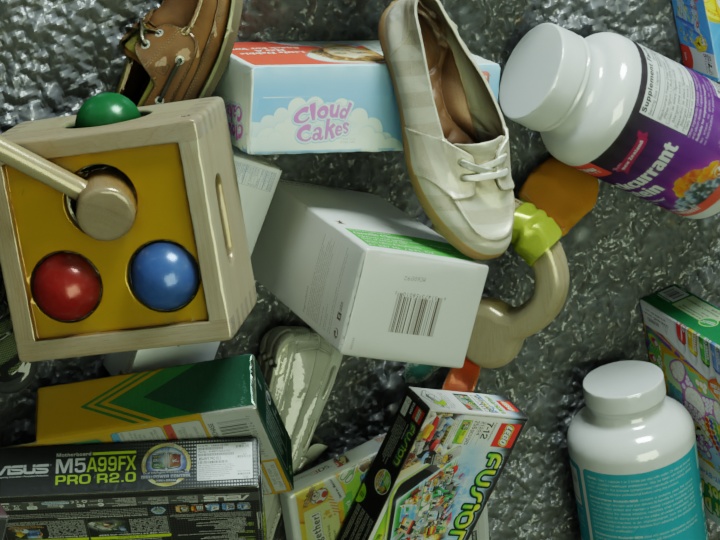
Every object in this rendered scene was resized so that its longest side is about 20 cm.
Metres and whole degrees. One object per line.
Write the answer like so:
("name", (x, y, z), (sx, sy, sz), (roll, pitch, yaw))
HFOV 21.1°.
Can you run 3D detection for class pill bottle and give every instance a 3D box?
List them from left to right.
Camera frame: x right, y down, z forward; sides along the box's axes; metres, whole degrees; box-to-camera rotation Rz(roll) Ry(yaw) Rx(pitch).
("pill bottle", (0.215, -0.124, 1.560), (0.199, 0.111, 0.112), (21, 98, -27))
("pill bottle", (0.239, 0.182, 1.673), (0.110, 0.111, 0.201), (-18, 114, -17))

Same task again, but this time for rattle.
("rattle", (0.116, 0.011, 1.610), (0.130, 0.143, 0.201), (12, 122, 6))

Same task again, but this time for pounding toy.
("pounding toy", (-0.188, -0.044, 1.353), (0.183, 0.142, 0.201), (-7, 104, 9))

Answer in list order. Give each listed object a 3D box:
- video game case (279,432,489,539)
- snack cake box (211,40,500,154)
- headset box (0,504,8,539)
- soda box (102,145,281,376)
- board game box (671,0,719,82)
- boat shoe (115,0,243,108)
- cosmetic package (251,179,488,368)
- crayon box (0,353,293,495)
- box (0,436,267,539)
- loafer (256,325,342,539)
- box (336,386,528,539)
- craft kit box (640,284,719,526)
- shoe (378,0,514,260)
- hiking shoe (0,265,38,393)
("video game case", (0.025, 0.216, 1.606), (0.182, 0.023, 0.201), (-23, 131, -21))
("snack cake box", (-0.009, -0.132, 1.460), (0.199, 0.115, 0.067), (-3, 108, -22))
("headset box", (-0.320, 0.209, 1.393), (0.077, 0.200, 0.149), (8, 105, -26))
("soda box", (-0.130, -0.001, 1.478), (0.063, 0.068, 0.201), (17, 100, -26))
("board game box", (0.346, -0.283, 1.594), (0.199, 0.056, 0.196), (-23, 114, -15))
("boat shoe", (-0.140, -0.158, 1.419), (0.068, 0.072, 0.201), (10, 103, -27))
("cosmetic package", (0.000, 0.000, 1.459), (0.107, 0.200, 0.085), (7, 105, -27))
("crayon box", (-0.161, 0.130, 1.463), (0.199, 0.052, 0.126), (-10, 143, 6))
("box", (-0.171, 0.189, 1.461), (0.199, 0.044, 0.160), (-3, 144, -1))
("loafer", (-0.060, 0.143, 1.556), (0.070, 0.070, 0.201), (9, 105, -22))
("box", (0.048, 0.189, 1.563), (0.110, 0.035, 0.201), (8, 115, -39))
("craft kit box", (0.317, 0.134, 1.641), (0.048, 0.200, 0.198), (-22, 114, -15))
("shoe", (0.065, -0.104, 1.384), (0.070, 0.053, 0.201), (-19, 88, -28))
("hiking shoe", (-0.290, 0.010, 1.388), (0.075, 0.101, 0.201), (-17, 111, 6))
